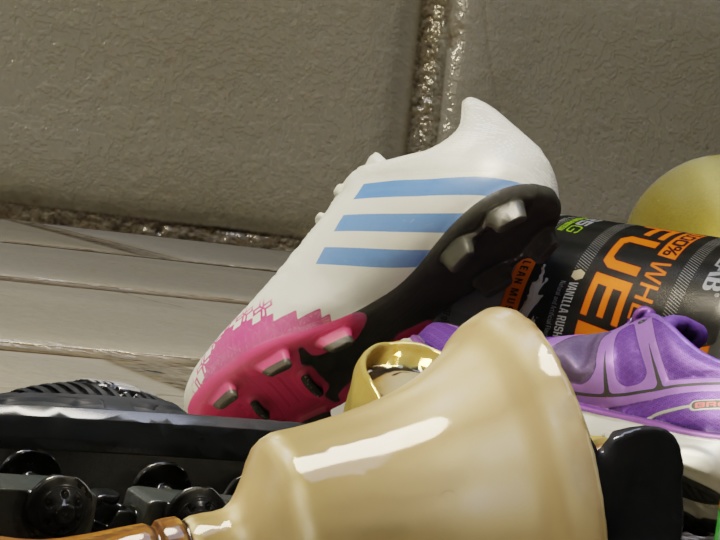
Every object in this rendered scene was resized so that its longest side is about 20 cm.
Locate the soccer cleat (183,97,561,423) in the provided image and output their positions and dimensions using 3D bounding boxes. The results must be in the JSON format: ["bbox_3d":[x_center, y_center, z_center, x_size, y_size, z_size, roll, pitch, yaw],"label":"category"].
[{"bbox_3d":[0.000,0.000,0.981,0.070,0.200,0.086,42,18,-51],"label":"soccer cleat"}]

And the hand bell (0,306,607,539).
[{"bbox_3d":[-0.052,0.072,0.516,0.199,0.104,0.104,-7,7,-18],"label":"hand bell"}]

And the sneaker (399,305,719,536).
[{"bbox_3d":[0.102,0.052,0.901,0.200,0.084,0.081,13,-27,42],"label":"sneaker"}]

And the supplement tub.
[{"bbox_3d":[0.137,0.042,0.994,0.200,0.123,0.122,9,3,32],"label":"supplement tub"}]

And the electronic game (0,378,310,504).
[{"bbox_3d":[-0.087,0.055,0.677,0.199,0.042,0.200,3,-7,0],"label":"electronic game"}]

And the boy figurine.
[{"bbox_3d":[0.049,0.070,0.807,0.124,0.065,0.200,3,6,-19],"label":"boy figurine"}]

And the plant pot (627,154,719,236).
[{"bbox_3d":[0.419,-0.012,2.481,0.199,0.200,0.142,7,29,-20],"label":"plant pot"}]

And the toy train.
[{"bbox_3d":[-0.043,0.077,0.579,0.200,0.046,0.034,9,7,-32],"label":"toy train"}]

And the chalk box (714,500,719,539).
[{"bbox_3d":[0.240,0.070,0.736,0.124,0.124,0.200,7,4,-41],"label":"chalk box"}]
